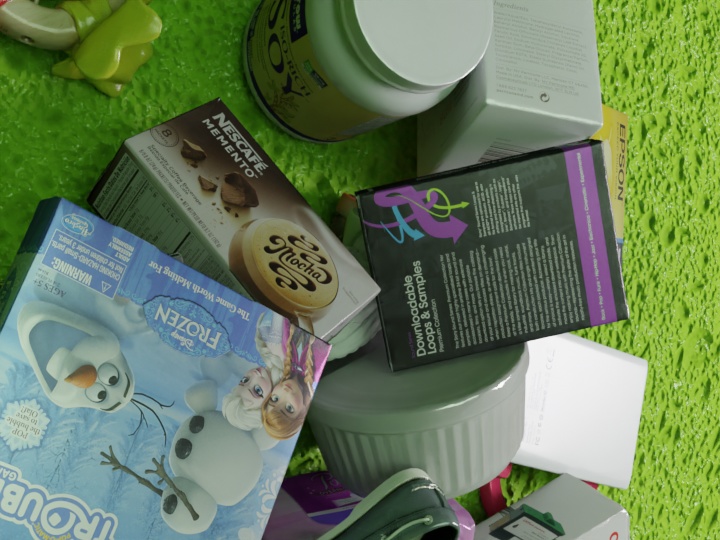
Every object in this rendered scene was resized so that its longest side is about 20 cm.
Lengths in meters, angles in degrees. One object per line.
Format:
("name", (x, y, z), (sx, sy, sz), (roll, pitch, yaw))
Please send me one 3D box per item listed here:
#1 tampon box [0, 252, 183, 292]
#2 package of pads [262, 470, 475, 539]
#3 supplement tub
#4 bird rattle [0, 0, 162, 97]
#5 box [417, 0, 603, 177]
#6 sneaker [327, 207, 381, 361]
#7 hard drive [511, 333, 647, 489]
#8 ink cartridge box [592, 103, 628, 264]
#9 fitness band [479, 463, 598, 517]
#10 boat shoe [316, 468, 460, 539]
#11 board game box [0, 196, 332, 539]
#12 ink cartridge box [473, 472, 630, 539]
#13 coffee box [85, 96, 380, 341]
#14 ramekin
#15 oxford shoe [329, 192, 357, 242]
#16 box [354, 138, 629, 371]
("tampon box", (-0.183, 0.101, 0.701), (0.125, 0.149, 0.203), (-12, 94, -33))
("package of pads", (-0.017, 0.220, 0.881), (0.197, 0.120, 0.077), (-4, 114, -33))
("supplement tub", (0.002, -0.188, 0.862), (0.143, 0.199, 0.148), (2, 85, -27))
("bird rattle", (-0.244, -0.212, 0.794), (0.197, 0.113, 0.166), (13, 69, -18))
("box", (0.122, -0.182, 0.925), (0.105, 0.152, 0.203), (9, 65, -15))
("sneaker", (0.000, 0.000, 0.895), (0.198, 0.078, 0.100), (-31, 107, 4))
("hard drive", (0.198, 0.130, 1.042), (0.198, 0.025, 0.134), (19, 78, -34))
("ink cartridge box", (0.225, -0.058, 1.039), (0.199, 0.046, 0.201), (2, 90, -54))
("fitness band", (0.187, 0.173, 1.071), (0.143, 0.037, 0.203), (28, 74, -32))
("boat shoe", (-0.009, 0.231, 0.773), (0.200, 0.062, 0.073), (-43, 132, -8))
("board game box", (-0.133, 0.094, 0.618), (0.199, 0.043, 0.202), (30, 73, -30))
("ink cartridge box", (0.150, 0.300, 0.981), (0.198, 0.084, 0.148), (-22, 119, -29))
("coffee box", (-0.096, -0.019, 0.811), (0.201, 0.080, 0.113), (50, 42, 4))
("ramekin", (0.047, 0.112, 0.894), (0.200, 0.201, 0.096), (-23, 113, -31))
("oxford shoe", (0.049, 0.001, 0.979), (0.198, 0.071, 0.074), (26, 94, -25))
("box", (0.103, -0.013, 0.845), (0.197, 0.036, 0.145), (-12, 101, -4))
